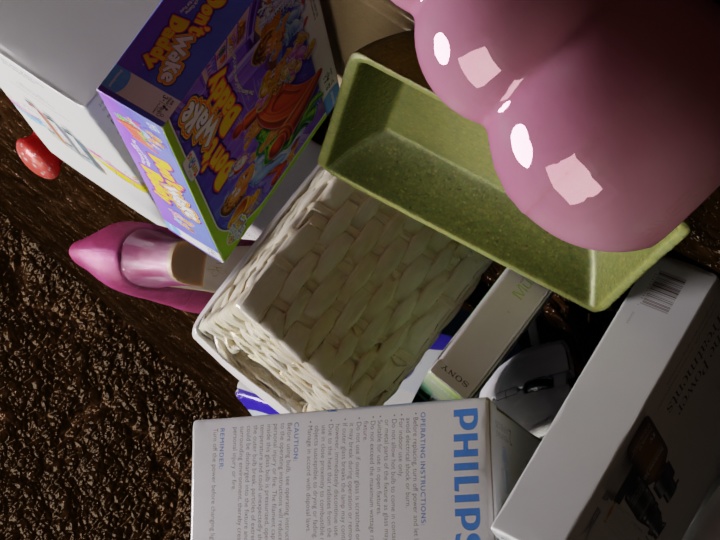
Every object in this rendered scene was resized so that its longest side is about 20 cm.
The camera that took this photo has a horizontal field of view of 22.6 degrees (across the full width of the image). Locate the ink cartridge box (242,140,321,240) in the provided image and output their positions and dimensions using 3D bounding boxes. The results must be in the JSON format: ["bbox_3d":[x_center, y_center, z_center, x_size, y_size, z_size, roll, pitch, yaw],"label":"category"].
[{"bbox_3d":[-0.042,-0.036,1.430,0.146,0.086,0.200,29,168,-9],"label":"ink cartridge box"}]

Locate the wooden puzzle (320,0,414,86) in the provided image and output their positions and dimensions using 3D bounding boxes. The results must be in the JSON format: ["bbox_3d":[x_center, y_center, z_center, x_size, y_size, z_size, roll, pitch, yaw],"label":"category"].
[{"bbox_3d":[-0.003,-0.146,1.090,0.199,0.037,0.185,31,166,15],"label":"wooden puzzle"}]

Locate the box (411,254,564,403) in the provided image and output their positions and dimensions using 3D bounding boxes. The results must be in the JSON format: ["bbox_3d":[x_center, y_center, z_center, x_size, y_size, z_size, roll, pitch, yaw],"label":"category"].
[{"bbox_3d":[0.091,0.039,1.210,0.036,0.145,0.200,37,168,7],"label":"box"}]

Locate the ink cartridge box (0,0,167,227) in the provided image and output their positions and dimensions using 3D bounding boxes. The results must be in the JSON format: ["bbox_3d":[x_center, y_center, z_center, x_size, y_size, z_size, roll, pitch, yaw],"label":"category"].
[{"bbox_3d":[-0.161,-0.150,1.263,0.144,0.146,0.200,33,168,24],"label":"ink cartridge box"}]

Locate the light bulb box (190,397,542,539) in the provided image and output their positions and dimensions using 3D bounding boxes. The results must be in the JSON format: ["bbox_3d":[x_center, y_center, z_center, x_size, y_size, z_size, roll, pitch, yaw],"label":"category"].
[{"bbox_3d":[0.018,0.167,1.175,0.198,0.126,0.198,-6,163,18],"label":"light bulb box"}]

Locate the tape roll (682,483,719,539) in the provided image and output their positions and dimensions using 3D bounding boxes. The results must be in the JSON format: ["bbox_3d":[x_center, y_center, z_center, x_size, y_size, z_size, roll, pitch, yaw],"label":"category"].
[{"bbox_3d":[0.312,0.203,1.172,0.202,0.139,0.203,37,168,9],"label":"tape roll"}]

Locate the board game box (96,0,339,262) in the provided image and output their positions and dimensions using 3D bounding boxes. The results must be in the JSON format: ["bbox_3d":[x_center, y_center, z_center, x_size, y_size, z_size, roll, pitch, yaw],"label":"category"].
[{"bbox_3d":[-0.075,-0.103,1.041,0.045,0.135,0.200,30,166,15],"label":"board game box"}]

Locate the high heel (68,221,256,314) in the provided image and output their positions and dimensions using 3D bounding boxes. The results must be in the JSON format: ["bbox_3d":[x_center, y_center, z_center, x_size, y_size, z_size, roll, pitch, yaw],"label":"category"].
[{"bbox_3d":[-0.121,0.006,1.319,0.095,0.068,0.200,6,178,31],"label":"high heel"}]

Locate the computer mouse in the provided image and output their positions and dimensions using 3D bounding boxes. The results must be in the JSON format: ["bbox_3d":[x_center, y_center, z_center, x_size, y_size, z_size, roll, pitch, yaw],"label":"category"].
[{"bbox_3d":[0.125,0.089,1.281,0.044,0.111,0.200,8,155,-20],"label":"computer mouse"}]

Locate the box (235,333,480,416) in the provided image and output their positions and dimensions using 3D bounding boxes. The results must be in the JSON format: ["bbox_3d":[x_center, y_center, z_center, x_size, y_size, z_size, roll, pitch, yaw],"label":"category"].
[{"bbox_3d":[0.027,0.130,1.448,0.183,0.105,0.200,15,152,36],"label":"box"}]

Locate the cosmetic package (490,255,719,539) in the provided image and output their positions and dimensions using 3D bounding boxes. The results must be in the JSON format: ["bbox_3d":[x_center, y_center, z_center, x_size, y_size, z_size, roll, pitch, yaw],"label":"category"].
[{"bbox_3d":[0.170,0.113,1.109,0.051,0.201,0.151,23,162,32],"label":"cosmetic package"}]

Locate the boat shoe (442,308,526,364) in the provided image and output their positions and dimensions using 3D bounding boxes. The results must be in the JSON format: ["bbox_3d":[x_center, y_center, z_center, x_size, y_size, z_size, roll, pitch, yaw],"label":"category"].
[{"bbox_3d":[0.129,0.108,1.504,0.200,0.084,0.069,43,180,4],"label":"boat shoe"}]

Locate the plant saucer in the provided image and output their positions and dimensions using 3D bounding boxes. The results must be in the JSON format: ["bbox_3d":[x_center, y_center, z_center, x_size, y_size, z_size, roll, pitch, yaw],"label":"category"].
[{"bbox_3d":[0.081,-0.062,1.024,0.199,0.048,0.200,27,164,0],"label":"plant saucer"}]

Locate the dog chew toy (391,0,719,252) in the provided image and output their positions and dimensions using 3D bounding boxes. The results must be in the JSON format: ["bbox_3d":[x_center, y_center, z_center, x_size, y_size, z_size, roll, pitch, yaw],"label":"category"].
[{"bbox_3d":[0.082,-0.105,0.793,0.200,0.124,0.125,47,168,3],"label":"dog chew toy"}]

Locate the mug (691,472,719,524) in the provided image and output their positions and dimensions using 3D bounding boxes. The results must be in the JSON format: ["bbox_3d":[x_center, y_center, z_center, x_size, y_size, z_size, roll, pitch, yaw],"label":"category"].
[{"bbox_3d":[0.223,0.167,1.345,0.175,0.147,0.201,44,-164,-34],"label":"mug"}]

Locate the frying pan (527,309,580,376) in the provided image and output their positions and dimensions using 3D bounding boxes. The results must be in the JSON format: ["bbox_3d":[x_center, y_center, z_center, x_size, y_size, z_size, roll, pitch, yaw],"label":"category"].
[{"bbox_3d":[0.160,0.096,1.403,0.031,0.192,0.115,10,-164,29],"label":"frying pan"}]

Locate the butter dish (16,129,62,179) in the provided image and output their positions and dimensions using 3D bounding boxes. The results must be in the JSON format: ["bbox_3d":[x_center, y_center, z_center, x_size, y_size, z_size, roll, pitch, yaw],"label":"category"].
[{"bbox_3d":[-0.224,-0.140,1.482,0.199,0.148,0.200,21,159,52],"label":"butter dish"}]

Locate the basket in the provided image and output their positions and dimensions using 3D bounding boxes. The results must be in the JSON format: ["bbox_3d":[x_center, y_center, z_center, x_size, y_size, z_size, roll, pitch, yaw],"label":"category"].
[{"bbox_3d":[0.000,0.000,1.228,0.135,0.200,0.123,39,162,-4],"label":"basket"}]
